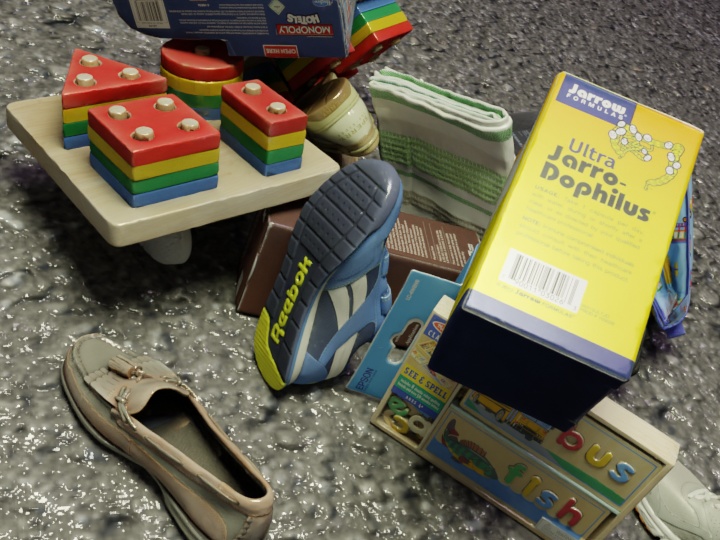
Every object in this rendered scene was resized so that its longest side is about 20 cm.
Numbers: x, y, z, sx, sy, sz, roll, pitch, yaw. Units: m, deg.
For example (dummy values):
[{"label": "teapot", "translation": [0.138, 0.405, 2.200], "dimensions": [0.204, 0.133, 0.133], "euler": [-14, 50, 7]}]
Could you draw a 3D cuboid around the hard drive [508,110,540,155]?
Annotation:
[{"label": "hard drive", "translation": [0.148, -0.124, 1.003], "dimensions": [0.199, 0.042, 0.135], "euler": [-11, 43, -13]}]

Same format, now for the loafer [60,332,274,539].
[{"label": "loafer", "translation": [-0.127, 0.104, 0.594], "dimensions": [0.200, 0.063, 0.072], "euler": [43, 39, 21]}]

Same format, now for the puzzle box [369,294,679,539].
[{"label": "puzzle box", "translation": [0.116, 0.122, 0.661], "dimensions": [0.200, 0.133, 0.025], "euler": [32, 37, 9]}]

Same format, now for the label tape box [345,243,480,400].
[{"label": "label tape box", "translation": [0.103, 0.054, 0.725], "dimensions": [0.199, 0.144, 0.066], "euler": [14, 39, -15]}]

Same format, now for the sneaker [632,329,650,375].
[{"label": "sneaker", "translation": [0.249, 0.047, 0.896], "dimensions": [0.084, 0.077, 0.200], "euler": [62, 24, -15]}]

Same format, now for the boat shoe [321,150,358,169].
[{"label": "boat shoe", "translation": [-0.038, -0.112, 0.911], "dimensions": [0.071, 0.065, 0.200], "euler": [-9, 33, 11]}]

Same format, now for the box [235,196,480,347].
[{"label": "box", "translation": [0.000, 0.000, 0.767], "dimensions": [0.199, 0.100, 0.075], "euler": [13, 37, -18]}]

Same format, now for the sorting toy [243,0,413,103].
[{"label": "sorting toy", "translation": [-0.058, -0.225, 0.941], "dimensions": [0.200, 0.199, 0.070], "euler": [-35, 95, -47]}]

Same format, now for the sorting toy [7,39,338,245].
[{"label": "sorting toy", "translation": [-0.150, -0.122, 0.703], "dimensions": [0.200, 0.070, 0.199], "euler": [-19, 45, -35]}]

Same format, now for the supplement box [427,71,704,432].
[{"label": "supplement box", "translation": [0.139, -0.013, 0.598], "dimensions": [0.109, 0.109, 0.200], "euler": [24, 64, 5]}]

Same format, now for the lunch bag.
[{"label": "lunch bag", "translation": [0.312, -0.030, 0.918], "dimensions": [0.151, 0.094, 0.201], "euler": [-7, 84, -74]}]

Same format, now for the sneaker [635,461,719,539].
[{"label": "sneaker", "translation": [0.303, 0.212, 0.698], "dimensions": [0.076, 0.092, 0.200], "euler": [-8, 48, -38]}]

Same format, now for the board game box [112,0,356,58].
[{"label": "board game box", "translation": [-0.079, -0.261, 0.769], "dimensions": [0.199, 0.062, 0.200], "euler": [6, 42, 18]}]

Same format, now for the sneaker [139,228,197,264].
[{"label": "sneaker", "translation": [-0.152, -0.083, 0.794], "dimensions": [0.113, 0.076, 0.200], "euler": [-2, 42, -29]}]

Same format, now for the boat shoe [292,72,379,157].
[{"label": "boat shoe", "translation": [-0.030, -0.140, 0.829], "dimensions": [0.063, 0.073, 0.200], "euler": [47, 4, -16]}]

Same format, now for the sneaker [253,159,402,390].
[{"label": "sneaker", "translation": [-0.013, 0.005, 0.679], "dimensions": [0.082, 0.200, 0.074], "euler": [8, 32, -36]}]

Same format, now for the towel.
[{"label": "towel", "translation": [0.074, -0.076, 0.801], "dimensions": [0.149, 0.200, 0.031], "euler": [29, 55, 33]}]
